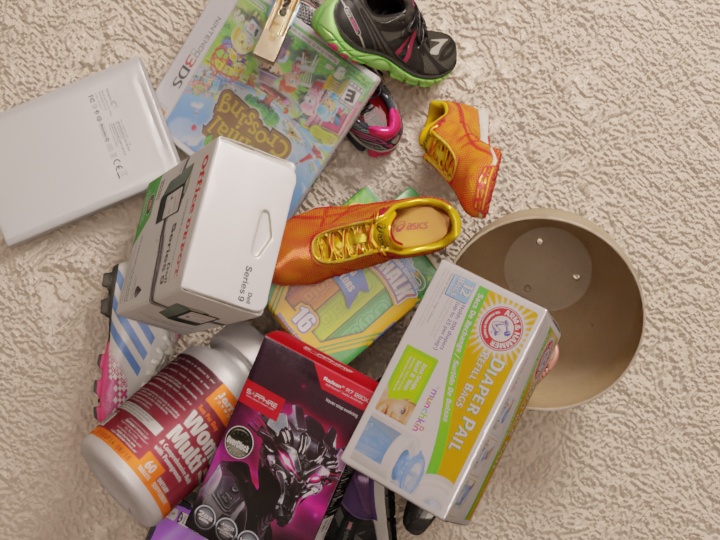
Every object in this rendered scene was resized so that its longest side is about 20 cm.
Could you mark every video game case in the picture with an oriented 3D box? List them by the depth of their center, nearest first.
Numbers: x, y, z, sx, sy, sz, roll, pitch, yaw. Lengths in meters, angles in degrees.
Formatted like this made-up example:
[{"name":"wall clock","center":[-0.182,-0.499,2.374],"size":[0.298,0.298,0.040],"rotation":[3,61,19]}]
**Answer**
[{"name":"video game case","center":[-0.107,-0.178,1.092],"size":[0.199,0.022,0.183],"rotation":[37,102,9]}]

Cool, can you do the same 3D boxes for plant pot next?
[{"name":"plant pot","center":[0.186,0.021,1.073],"size":[0.197,0.135,0.203],"rotation":[5,112,11]}]

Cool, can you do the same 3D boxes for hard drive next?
[{"name":"hard drive","center":[-0.298,-0.123,1.100],"size":[0.197,0.026,0.134],"rotation":[-22,88,3]}]

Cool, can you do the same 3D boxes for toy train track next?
[{"name":"toy train track","center":[-0.062,-0.298,1.067],"size":[0.113,0.033,0.203],"rotation":[22,77,-5]}]

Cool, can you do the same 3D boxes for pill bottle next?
[{"name":"pill bottle","center":[-0.168,0.146,1.042],"size":[0.110,0.110,0.200],"rotation":[48,64,0]}]

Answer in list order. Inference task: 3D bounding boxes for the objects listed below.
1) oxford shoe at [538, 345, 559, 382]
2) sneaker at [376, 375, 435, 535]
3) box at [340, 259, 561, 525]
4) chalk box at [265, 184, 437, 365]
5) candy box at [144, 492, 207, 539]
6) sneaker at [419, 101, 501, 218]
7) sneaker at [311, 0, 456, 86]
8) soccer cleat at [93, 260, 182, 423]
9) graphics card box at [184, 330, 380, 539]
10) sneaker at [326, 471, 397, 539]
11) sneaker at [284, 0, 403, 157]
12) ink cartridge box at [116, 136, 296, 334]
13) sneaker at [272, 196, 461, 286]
[{"name":"oxford shoe","center":[0.108,0.123,1.030],"size":[0.198,0.074,0.071],"rotation":[-32,65,9]},{"name":"sneaker","center":[0.057,0.164,1.106],"size":[0.114,0.075,0.202],"rotation":[24,75,2]},{"name":"box","center":[0.085,0.111,0.945],"size":[0.111,0.101,0.202],"rotation":[25,84,23]},{"name":"chalk box","center":[0.000,0.000,1.079],"size":[0.200,0.124,0.125],"rotation":[-42,91,-5]},{"name":"candy box","center":[-0.133,0.338,1.045],"size":[0.198,0.072,0.170],"rotation":[21,85,19]},{"name":"sneaker","center":[0.097,-0.111,1.063],"size":[0.076,0.201,0.074],"rotation":[8,117,-8]},{"name":"sneaker","center":[0.041,-0.245,1.075],"size":[0.077,0.198,0.084],"rotation":[50,118,31]},{"name":"soccer cleat","center":[-0.226,0.091,1.084],"size":[0.085,0.070,0.204],"rotation":[2,86,-4]},{"name":"graphics card box","center":[-0.069,0.174,0.982],"size":[0.124,0.051,0.202],"rotation":[26,96,16]},{"name":"sneaker","center":[-0.008,0.275,1.080],"size":[0.086,0.076,0.203],"rotation":[-1,107,8]},{"name":"sneaker","center":[-0.020,-0.215,1.115],"size":[0.080,0.075,0.200],"rotation":[-41,90,-5]},{"name":"ink cartridge box","center":[-0.150,-0.027,0.996],"size":[0.083,0.199,0.148],"rotation":[19,73,-25]},{"name":"sneaker","center":[-0.003,-0.034,0.983],"size":[0.197,0.077,0.074],"rotation":[-16,90,-4]}]
